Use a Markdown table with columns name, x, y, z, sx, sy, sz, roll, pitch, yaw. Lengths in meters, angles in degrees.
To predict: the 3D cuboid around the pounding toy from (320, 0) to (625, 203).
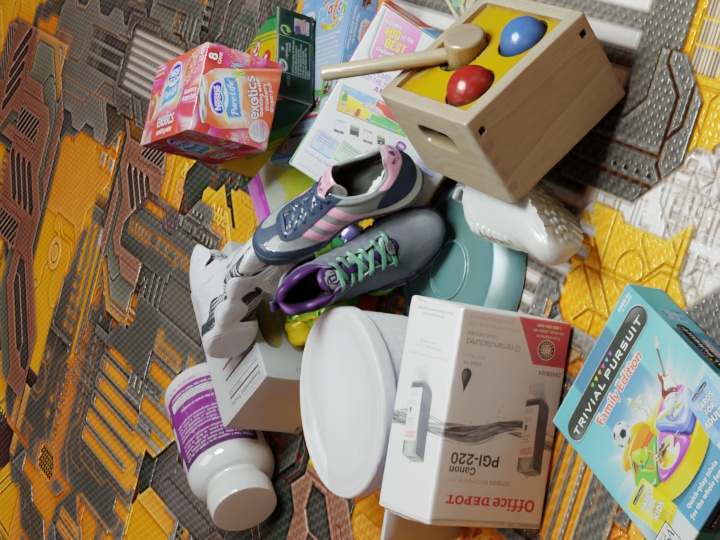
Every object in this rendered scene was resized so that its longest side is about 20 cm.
| name | x | y | z | sx | sy | sz | roll | pitch | yaw |
| --- | --- | --- | --- | --- | --- | --- | --- | --- | --- |
| pounding toy | 0.103 | -0.179 | 1.371 | 0.184 | 0.143 | 0.200 | -43 | 33 | -11 |

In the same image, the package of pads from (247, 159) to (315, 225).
| name | x | y | z | sx | sy | sz | roll | pitch | yaw |
| --- | --- | --- | --- | --- | --- | --- | --- | --- | --- |
| package of pads | -0.072 | -0.114 | 1.764 | 0.155 | 0.068 | 0.201 | -53 | 42 | 36 |

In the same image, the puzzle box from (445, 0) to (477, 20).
| name | x | y | z | sx | sy | sz | roll | pitch | yaw |
| --- | --- | --- | --- | --- | --- | --- | --- | --- | --- |
| puzzle box | 0.142 | -0.378 | 1.541 | 0.201 | 0.025 | 0.134 | -57 | 39 | 33 |

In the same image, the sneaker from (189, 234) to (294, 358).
| name | x | y | z | sx | sy | sz | roll | pitch | yaw |
| --- | --- | --- | --- | --- | --- | --- | --- | --- | --- |
| sneaker | -0.139 | -0.005 | 1.630 | 0.201 | 0.074 | 0.116 | -59 | 41 | 35 |

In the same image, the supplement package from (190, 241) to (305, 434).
| name | x | y | z | sx | sy | sz | roll | pitch | yaw |
| --- | --- | --- | --- | --- | --- | --- | --- | --- | --- |
| supplement package | -0.116 | 0.082 | 1.743 | 0.110 | 0.113 | 0.201 | -50 | 45 | 37 |

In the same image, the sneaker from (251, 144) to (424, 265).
| name | x | y | z | sx | sy | sz | roll | pitch | yaw |
| --- | --- | --- | --- | --- | --- | --- | --- | --- | --- |
| sneaker | -0.037 | -0.074 | 1.480 | 0.199 | 0.082 | 0.071 | -28 | 60 | 13 |

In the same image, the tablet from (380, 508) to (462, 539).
| name | x | y | z | sx | sy | sz | roll | pitch | yaw |
| --- | --- | --- | --- | --- | --- | --- | --- | --- | --- |
| tablet | 0.076 | 0.168 | 1.408 | 0.014 | 0.129 | 0.203 | 10 | 93 | 39 |

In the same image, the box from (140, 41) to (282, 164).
| name | x | y | z | sx | sy | sz | roll | pitch | yaw |
| --- | --- | --- | --- | --- | --- | --- | --- | --- | --- |
| box | -0.171 | -0.184 | 1.623 | 0.200 | 0.095 | 0.101 | -1 | 76 | 66 |

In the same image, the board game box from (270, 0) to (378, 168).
| name | x | y | z | sx | sy | sz | roll | pitch | yaw |
| --- | --- | --- | --- | --- | --- | --- | --- | --- | --- |
| board game box | -0.041 | -0.224 | 1.647 | 0.151 | 0.036 | 0.202 | -1 | 77 | 64 |

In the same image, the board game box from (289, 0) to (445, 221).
| name | x | y | z | sx | sy | sz | roll | pitch | yaw |
| --- | --- | --- | --- | --- | --- | --- | --- | --- | --- |
| board game box | 0.039 | -0.157 | 1.517 | 0.201 | 0.152 | 0.040 | -57 | -3 | 18 |

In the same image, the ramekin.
| name | x | y | z | sx | sy | sz | roll | pitch | yaw |
| --- | --- | --- | --- | --- | --- | --- | --- | --- | --- |
| ramekin | 0.017 | 0.136 | 1.517 | 0.202 | 0.093 | 0.205 | 5 | 96 | 62 |

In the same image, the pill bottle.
| name | x | y | z | sx | sy | sz | roll | pitch | yaw |
| --- | --- | --- | --- | --- | --- | --- | --- | --- | --- |
| pill bottle | -0.171 | 0.221 | 1.794 | 0.113 | 0.111 | 0.201 | -58 | 38 | 30 |

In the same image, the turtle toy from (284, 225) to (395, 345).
| name | x | y | z | sx | sy | sz | roll | pitch | yaw |
| --- | --- | --- | --- | --- | --- | --- | --- | --- | --- |
| turtle toy | -0.027 | 0.003 | 1.629 | 0.199 | 0.100 | 0.147 | -8 | 99 | 61 |

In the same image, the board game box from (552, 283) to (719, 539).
| name | x | y | z | sx | sy | sz | roll | pitch | yaw |
| --- | --- | --- | --- | --- | --- | --- | --- | --- | --- |
| board game box | 0.258 | 0.130 | 1.212 | 0.200 | 0.047 | 0.152 | 53 | 125 | 48 |

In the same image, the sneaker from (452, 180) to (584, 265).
| name | x | y | z | sx | sy | sz | roll | pitch | yaw |
| --- | --- | --- | --- | --- | --- | --- | --- | --- | --- |
| sneaker | 0.149 | -0.052 | 1.390 | 0.081 | 0.076 | 0.201 | -48 | 30 | 14 |

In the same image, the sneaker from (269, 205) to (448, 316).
| name | x | y | z | sx | sy | sz | roll | pitch | yaw |
| --- | --- | --- | --- | --- | --- | --- | --- | --- | --- |
| sneaker | 0.000 | 0.000 | 1.493 | 0.199 | 0.088 | 0.075 | -28 | 95 | 15 |

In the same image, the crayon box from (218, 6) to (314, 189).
| name | x | y | z | sx | sy | sz | roll | pitch | yaw |
| --- | --- | --- | --- | --- | --- | --- | --- | --- | --- |
| crayon box | -0.118 | -0.198 | 1.695 | 0.200 | 0.050 | 0.128 | -46 | 38 | 51 |

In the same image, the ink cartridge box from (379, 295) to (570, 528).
| name | x | y | z | sx | sy | sz | roll | pitch | yaw |
| --- | --- | --- | --- | --- | --- | --- | --- | --- | --- |
| ink cartridge box | 0.108 | 0.136 | 1.352 | 0.084 | 0.144 | 0.203 | 12 | 92 | 54 |

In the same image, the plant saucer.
| name | x | y | z | sx | sy | sz | roll | pitch | yaw |
| --- | --- | --- | --- | --- | --- | --- | --- | --- | --- |
| plant saucer | 0.100 | 0.001 | 1.509 | 0.199 | 0.027 | 0.203 | -19 | 67 | 54 |
